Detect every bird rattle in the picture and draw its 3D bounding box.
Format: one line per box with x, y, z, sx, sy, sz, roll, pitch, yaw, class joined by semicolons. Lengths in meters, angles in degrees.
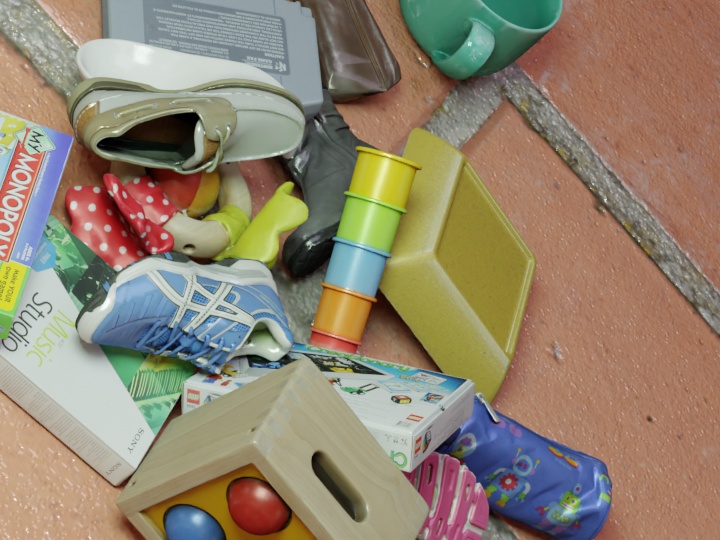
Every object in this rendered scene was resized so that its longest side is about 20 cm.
-0.154;-0.051;1.636;0.198;0.113;0.164;8;44;-23;bird rattle

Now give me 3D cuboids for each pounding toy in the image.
-0.049;0.198;1.446;0.200;0.183;0.142;51;40;-15;pounding toy

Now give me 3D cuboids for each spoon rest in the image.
-0.142;-0.153;1.647;0.198;0.061;0.100;16;29;-18;spoon rest

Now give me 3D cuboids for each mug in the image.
0.104;-0.269;1.987;0.184;0.114;0.153;-27;82;-48;mug

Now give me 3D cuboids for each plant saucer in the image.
0.097;-0.005;1.797;0.200;0.048;0.201;53;36;-30;plant saucer

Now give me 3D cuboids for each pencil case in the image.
0.134;0.169;1.725;0.199;0.087;0.078;30;23;-25;pencil case

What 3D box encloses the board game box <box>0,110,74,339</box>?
-0.302;-0.049;1.481;0.133;0.029;0.201;19;44;-10;board game box

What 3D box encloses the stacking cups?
0.000;0.000;1.670;0.060;0.060;0.202;15;89;-35;stacking cups

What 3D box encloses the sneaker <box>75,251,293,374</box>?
-0.130;0.036;1.522;0.199;0.076;0.077;-6;53;-43;sneaker

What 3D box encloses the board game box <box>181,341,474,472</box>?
-0.024;0.101;1.549;0.126;0.198;0.035;-32;129;-60;board game box

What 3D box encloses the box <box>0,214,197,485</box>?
-0.225;0.050;1.515;0.200;0.036;0.145;42;42;-13;box

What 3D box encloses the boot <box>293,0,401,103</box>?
0.007;-0.255;1.924;0.185;0.064;0.201;-15;69;-33;boot

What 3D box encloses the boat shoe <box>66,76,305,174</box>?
-0.134;-0.109;1.584;0.198;0.075;0.069;-1;36;-21;boat shoe

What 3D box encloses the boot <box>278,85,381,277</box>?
-0.050;-0.082;1.761;0.132;0.070;0.200;45;33;1;boot

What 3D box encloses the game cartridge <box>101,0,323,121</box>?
-0.132;-0.192;1.742;0.198;0.041;0.134;8;53;-21;game cartridge

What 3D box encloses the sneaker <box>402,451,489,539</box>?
0.015;0.176;1.606;0.199;0.087;0.074;22;76;-31;sneaker
